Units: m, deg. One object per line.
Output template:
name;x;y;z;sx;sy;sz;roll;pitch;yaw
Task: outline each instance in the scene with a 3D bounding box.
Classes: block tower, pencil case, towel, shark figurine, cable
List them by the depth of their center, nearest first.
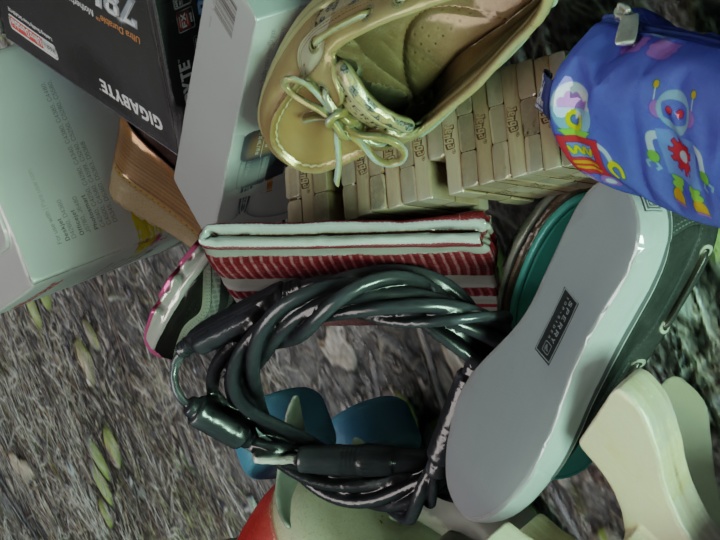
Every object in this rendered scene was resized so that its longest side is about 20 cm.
pencil case;0.156;-0.059;0.928;0.200;0.078;0.087;24;138;58
block tower;0.049;-0.057;1.091;0.200;0.058;0.054;-13;78;43
cable;0.005;0.065;1.164;0.200;0.051;0.163;-27;117;40
towel;0.000;0.000;1.180;0.200;0.143;0.023;68;-159;-77
shark figurine;0.045;0.117;1.320;0.090;0.214;0.128;-60;11;17

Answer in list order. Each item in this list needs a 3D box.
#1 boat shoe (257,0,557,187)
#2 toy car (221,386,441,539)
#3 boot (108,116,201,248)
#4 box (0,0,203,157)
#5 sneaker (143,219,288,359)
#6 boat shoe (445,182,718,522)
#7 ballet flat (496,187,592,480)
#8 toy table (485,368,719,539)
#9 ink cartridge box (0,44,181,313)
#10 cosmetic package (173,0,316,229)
boat shoe;0.018;-0.097;1.020;0.073;0.063;0.200;31;134;-19
toy car;-0.044;0.200;1.411;0.200;0.177;0.185;-35;66;29
boot;-0.041;-0.071;1.349;0.199;0.072;0.167;27;119;-3
box;-0.147;-0.186;1.240;0.200;0.050;0.199;36;142;43
sneaker;-0.039;-0.012;1.306;0.087;0.200;0.074;42;-172;-5
boat shoe;0.104;0.043;1.077;0.200;0.056;0.069;-62;40;32
ballet flat;0.093;0.021;1.167;0.064;0.067;0.201;-121;22;-46
toy table;0.131;0.138;1.066;0.117;0.184;0.200;43;131;15
ink cartridge box;-0.165;-0.078;1.473;0.147;0.199;0.147;67;157;0
cosmetic package;-0.009;-0.105;1.162;0.052;0.150;0.200;58;157;23
